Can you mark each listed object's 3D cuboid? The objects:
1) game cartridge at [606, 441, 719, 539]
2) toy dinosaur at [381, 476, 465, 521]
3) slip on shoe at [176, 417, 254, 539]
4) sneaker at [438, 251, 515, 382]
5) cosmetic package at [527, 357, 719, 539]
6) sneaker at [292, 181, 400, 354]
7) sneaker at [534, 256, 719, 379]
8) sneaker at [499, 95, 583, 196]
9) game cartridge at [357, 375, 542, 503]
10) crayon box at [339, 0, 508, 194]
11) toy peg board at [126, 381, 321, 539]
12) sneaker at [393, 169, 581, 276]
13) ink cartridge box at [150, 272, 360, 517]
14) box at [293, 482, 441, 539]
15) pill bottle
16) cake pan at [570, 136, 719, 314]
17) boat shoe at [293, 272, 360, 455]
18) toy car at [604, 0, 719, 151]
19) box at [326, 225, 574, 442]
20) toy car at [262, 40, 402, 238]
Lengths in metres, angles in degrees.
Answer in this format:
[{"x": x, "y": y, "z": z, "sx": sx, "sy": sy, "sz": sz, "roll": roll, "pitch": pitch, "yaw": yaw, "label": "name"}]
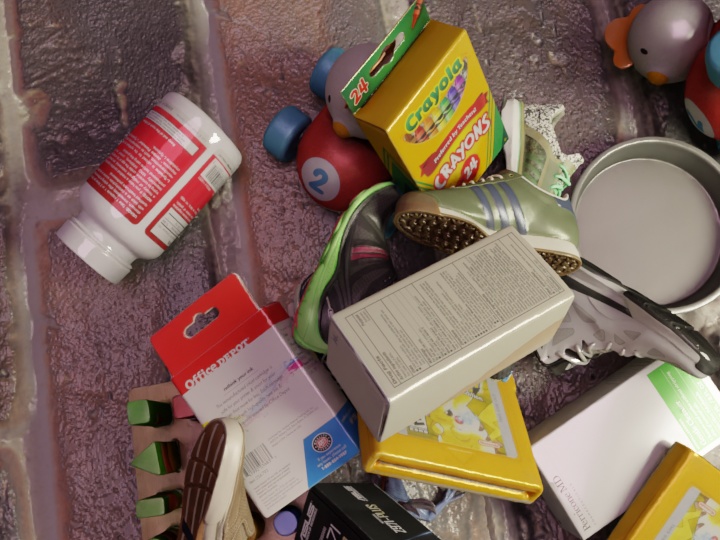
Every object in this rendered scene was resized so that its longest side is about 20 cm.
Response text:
[{"x": 0.317, "y": 0.296, "z": 0.732, "sx": 0.175, "sy": 0.032, "sz": 0.201, "roll": 35, "pitch": 89, "yaw": -15, "label": "game cartridge"}, {"x": 0.030, "y": 0.260, "z": 0.768, "sx": 0.198, "sy": 0.105, "sz": 0.183, "roll": -30, "pitch": 61, "yaw": 6, "label": "toy dinosaur"}, {"x": -0.126, "y": 0.225, "z": 0.680, "sx": 0.060, "sy": 0.076, "sz": 0.203, "roll": 6, "pitch": 105, "yaw": -30, "label": "slip on shoe"}, {"x": 0.114, "y": 0.035, "z": 0.779, "sx": 0.085, "sy": 0.076, "sz": 0.202, "roll": 3, "pitch": 39, "yaw": -2, "label": "sneaker"}, {"x": 0.270, "y": 0.173, "z": 0.777, "sx": 0.198, "sy": 0.085, "sz": 0.108, "roll": -34, "pitch": 83, "yaw": -6, "label": "cosmetic package"}, {"x": 0.000, "y": 0.000, "z": 0.736, "sx": 0.083, "sy": 0.077, "sz": 0.202, "roll": 26, "pitch": 61, "yaw": -3, "label": "sneaker"}, {"x": 0.254, "y": 0.075, "z": 0.762, "sx": 0.200, "sy": 0.075, "sz": 0.117, "roll": 40, "pitch": 108, "yaw": 40, "label": "sneaker"}, {"x": 0.205, "y": -0.104, "z": 0.831, "sx": 0.087, "sy": 0.077, "sz": 0.204, "roll": -8, "pitch": 79, "yaw": 13, "label": "sneaker"}, {"x": 0.078, "y": 0.118, "z": 0.732, "sx": 0.174, "sy": 0.033, "sz": 0.202, "roll": 16, "pitch": 39, "yaw": -18, "label": "game cartridge"}, {"x": 0.070, "y": -0.150, "z": 0.743, "sx": 0.051, "sy": 0.200, "sz": 0.128, "roll": 32, "pitch": 80, "yaw": 37, "label": "crayon box"}, {"x": -0.145, "y": 0.205, "z": 0.775, "sx": 0.196, "sy": 0.098, "sz": 0.204, "roll": -10, "pitch": 79, "yaw": 0, "label": "toy peg board"}, {"x": 0.131, "y": -0.062, "z": 0.758, "sx": 0.197, "sy": 0.067, "sz": 0.091, "roll": 15, "pitch": 63, "yaw": -10, "label": "sneaker"}, {"x": -0.096, "y": 0.113, "z": 0.716, "sx": 0.116, "sy": 0.067, "sz": 0.201, "roll": -35, "pitch": 87, "yaw": 10, "label": "ink cartridge box"}, {"x": 0.001, "y": 0.324, "z": 0.683, "sx": 0.085, "sy": 0.163, "sz": 0.203, "roll": 12, "pitch": 98, "yaw": -38, "label": "box"}, {"x": -0.234, "y": -0.088, "z": 0.829, "sx": 0.112, "sy": 0.112, "sz": 0.201, "roll": 39, "pitch": 82, "yaw": 9, "label": "pill bottle"}, {"x": 0.329, "y": -0.048, "z": 0.843, "sx": 0.196, "sy": 0.037, "sz": 0.204, "roll": 0, "pitch": 79, "yaw": 2, "label": "cake pan"}, {"x": -0.023, "y": 0.097, "z": 0.805, "sx": 0.074, "sy": 0.062, "sz": 0.204, "roll": -2, "pitch": 75, "yaw": -26, "label": "boat shoe"}, {"x": 0.364, "y": -0.238, "z": 0.832, "sx": 0.198, "sy": 0.184, "sz": 0.179, "roll": 17, "pitch": 79, "yaw": 34, "label": "toy car"}, {"x": 0.075, "y": 0.051, "z": 0.650, "sx": 0.198, "sy": 0.078, "sz": 0.095, "roll": -24, "pitch": 60, "yaw": -22, "label": "box"}, {"x": -0.001, "y": -0.163, "z": 0.793, "sx": 0.183, "sy": 0.200, "sz": 0.178, "roll": 37, "pitch": 82, "yaw": 9, "label": "toy car"}]
